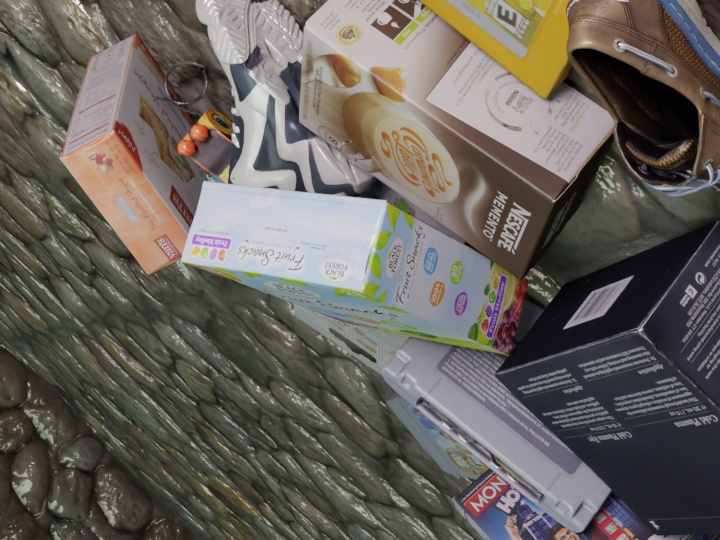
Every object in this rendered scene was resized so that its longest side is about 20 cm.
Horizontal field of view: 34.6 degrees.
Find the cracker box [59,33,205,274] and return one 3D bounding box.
[{"bbox_3d":[-0.197,-0.109,1.044,0.134,0.058,0.200,58,-165,-33],"label":"cracker box"}]

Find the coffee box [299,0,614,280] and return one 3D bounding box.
[{"bbox_3d":[0.060,-0.101,0.779,0.200,0.080,0.114,36,157,13],"label":"coffee box"}]

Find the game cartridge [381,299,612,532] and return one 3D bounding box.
[{"bbox_3d":[0.133,0.098,0.935,0.200,0.133,0.041,39,157,11],"label":"game cartridge"}]

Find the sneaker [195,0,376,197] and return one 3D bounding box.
[{"bbox_3d":[-0.081,-0.118,0.905,0.199,0.079,0.130,49,134,-2],"label":"sneaker"}]

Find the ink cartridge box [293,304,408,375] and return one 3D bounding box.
[{"bbox_3d":[0.002,0.022,1.121,0.162,0.057,0.200,33,160,19],"label":"ink cartridge box"}]

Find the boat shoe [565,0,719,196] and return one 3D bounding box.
[{"bbox_3d":[0.172,-0.080,0.622,0.200,0.073,0.072,39,156,-24],"label":"boat shoe"}]

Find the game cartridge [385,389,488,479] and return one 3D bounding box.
[{"bbox_3d":[0.112,0.167,1.206,0.133,0.042,0.200,47,156,-22],"label":"game cartridge"}]

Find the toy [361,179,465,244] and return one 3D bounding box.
[{"bbox_3d":[0.040,-0.047,0.942,0.115,0.047,0.200,41,152,12],"label":"toy"}]

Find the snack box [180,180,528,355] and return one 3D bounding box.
[{"bbox_3d":[0.000,0.000,0.841,0.168,0.068,0.200,9,169,38],"label":"snack box"}]

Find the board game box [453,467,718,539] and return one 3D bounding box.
[{"bbox_3d":[0.185,0.176,0.967,0.200,0.200,0.062,44,160,32],"label":"board game box"}]

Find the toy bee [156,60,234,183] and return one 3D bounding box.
[{"bbox_3d":[-0.113,-0.092,0.996,0.199,0.131,0.109,23,-165,10],"label":"toy bee"}]

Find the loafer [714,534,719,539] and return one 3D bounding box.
[{"bbox_3d":[0.291,0.280,1.089,0.070,0.070,0.200,42,149,11],"label":"loafer"}]

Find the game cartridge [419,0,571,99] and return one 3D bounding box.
[{"bbox_3d":[0.060,-0.208,0.660,0.200,0.032,0.176,38,156,7],"label":"game cartridge"}]

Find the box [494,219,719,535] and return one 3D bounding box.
[{"bbox_3d":[0.226,0.085,0.808,0.182,0.104,0.200,45,156,-6],"label":"box"}]
